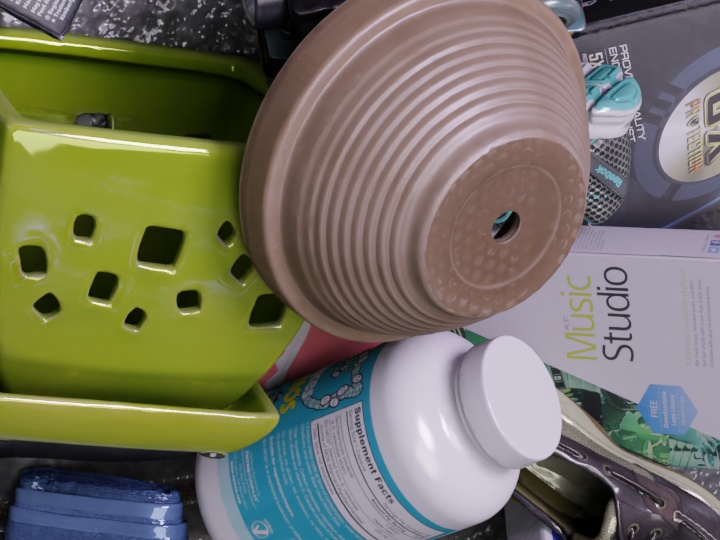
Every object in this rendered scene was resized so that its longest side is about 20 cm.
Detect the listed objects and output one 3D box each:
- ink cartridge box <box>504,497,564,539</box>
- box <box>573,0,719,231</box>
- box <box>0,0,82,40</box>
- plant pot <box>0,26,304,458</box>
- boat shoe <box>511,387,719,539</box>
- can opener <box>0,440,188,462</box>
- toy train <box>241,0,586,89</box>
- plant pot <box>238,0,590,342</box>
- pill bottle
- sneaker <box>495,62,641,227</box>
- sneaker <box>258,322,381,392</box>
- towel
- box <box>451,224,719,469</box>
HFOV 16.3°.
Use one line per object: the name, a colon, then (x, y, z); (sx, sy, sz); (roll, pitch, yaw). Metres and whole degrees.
ink cartridge box: (0.170, 0.199, 1.519); (0.197, 0.201, 0.047); (33, 119, -23)
box: (0.198, -0.071, 1.474); (0.162, 0.086, 0.201); (-12, 108, 5)
box: (-0.226, -0.218, 1.294); (0.199, 0.122, 0.107); (28, 94, -23)
plant pot: (-0.132, -0.013, 1.343); (0.197, 0.200, 0.183); (6, 107, -22)
boat shoe: (0.142, 0.139, 1.447); (0.200, 0.066, 0.072); (37, 130, -6)
can opener: (-0.190, 0.084, 1.403); (0.198, 0.079, 0.064); (-6, 60, -14)
toy train: (0.032, -0.144, 1.334); (0.198, 0.114, 0.086); (-8, 77, -11)
plant pot: (0.046, -0.043, 1.244); (0.200, 0.093, 0.202); (-19, 126, -27)
pill bottle: (0.012, 0.100, 1.383); (0.199, 0.111, 0.111); (-23, 117, 34)
sneaker: (0.063, -0.066, 1.416); (0.078, 0.199, 0.092); (-45, 134, -52)
sneaker: (0.000, 0.000, 1.427); (0.086, 0.074, 0.201); (17, 129, -18)
towel: (-0.155, 0.218, 1.432); (0.111, 0.048, 0.202); (6, 91, 19)
box: (0.122, 0.043, 1.455); (0.198, 0.036, 0.145); (3, 121, 20)
